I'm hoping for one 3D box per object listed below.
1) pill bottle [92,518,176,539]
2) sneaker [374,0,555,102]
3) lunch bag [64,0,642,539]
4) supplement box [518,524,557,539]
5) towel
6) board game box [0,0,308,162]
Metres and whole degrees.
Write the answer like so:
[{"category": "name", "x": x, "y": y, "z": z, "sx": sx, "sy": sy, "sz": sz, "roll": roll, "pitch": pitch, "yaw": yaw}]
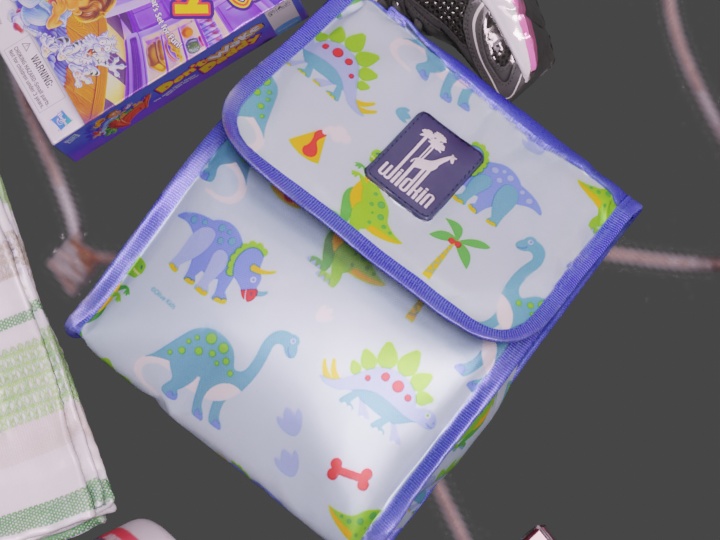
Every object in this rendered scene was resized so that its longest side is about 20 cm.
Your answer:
[{"category": "pill bottle", "x": -0.150, "y": 0.200, "z": 0.804, "sx": 0.199, "sy": 0.120, "sz": 0.120, "roll": -26, "pitch": 80, "yaw": -22}, {"category": "sneaker", "x": 0.011, "y": -0.150, "z": 0.895, "sx": 0.086, "sy": 0.080, "sz": 0.201, "roll": -37, "pitch": 73, "yaw": 13}, {"category": "lunch bag", "x": 0.000, "y": 0.000, "z": 0.841, "sx": 0.170, "sy": 0.127, "sz": 0.200, "roll": 38, "pitch": 88, "yaw": 7}, {"category": "supplement box", "x": 0.038, "y": 0.216, "z": 0.845, "sx": 0.200, "sy": 0.061, "sz": 0.109, "roll": -40, "pitch": 82, "yaw": 1}, {"category": "towel", "x": -0.214, "y": 0.046, "z": 0.896, "sx": 0.148, "sy": 0.031, "sz": 0.201, "roll": -19, "pitch": 81, "yaw": -7}, {"category": "board game box", "x": -0.133, "y": -0.174, "z": 0.918, "sx": 0.134, "sy": 0.045, "sz": 0.201, "roll": -31, "pitch": 81, "yaw": 1}]
